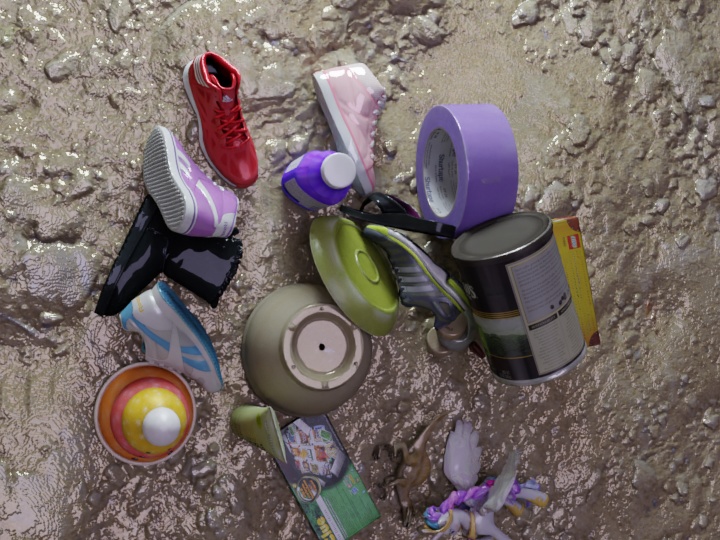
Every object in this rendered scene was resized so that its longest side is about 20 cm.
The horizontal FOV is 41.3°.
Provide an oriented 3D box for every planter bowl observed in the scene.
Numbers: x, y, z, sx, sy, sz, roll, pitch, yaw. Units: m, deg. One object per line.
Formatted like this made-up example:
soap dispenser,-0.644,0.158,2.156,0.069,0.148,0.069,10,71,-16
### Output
planter bowl,-0.067,0.112,1.388,0.197,0.135,0.203,2,82,-15

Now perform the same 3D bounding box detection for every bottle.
bottle,-0.057,-0.132,1.372,0.083,0.200,0.066,33,79,-13

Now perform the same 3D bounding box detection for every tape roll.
tape roll,0.157,-0.149,1.444,0.084,0.200,0.203,-4,90,-17

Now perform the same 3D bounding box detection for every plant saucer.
plant saucer,0.000,0.000,1.402,0.031,0.200,0.201,-32,102,23

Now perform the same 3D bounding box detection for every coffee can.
coffee can,0.226,0.039,1.349,0.145,0.146,0.202,-27,110,-17

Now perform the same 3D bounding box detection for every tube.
tube,-0.140,0.219,1.337,0.058,0.200,0.052,34,77,-15

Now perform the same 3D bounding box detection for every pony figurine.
pony figurine,0.198,0.355,1.488,0.198,0.166,0.195,23,89,-32

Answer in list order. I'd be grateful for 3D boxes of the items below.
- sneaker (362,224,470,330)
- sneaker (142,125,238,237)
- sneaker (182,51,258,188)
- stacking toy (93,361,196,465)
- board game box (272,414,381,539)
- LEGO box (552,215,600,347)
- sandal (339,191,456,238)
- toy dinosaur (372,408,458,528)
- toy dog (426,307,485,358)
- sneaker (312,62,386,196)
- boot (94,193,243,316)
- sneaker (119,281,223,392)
sneaker,0.075,0.007,1.415,0.200,0.074,0.081,42,95,9
sneaker,-0.238,-0.119,1.356,0.113,0.073,0.202,9,44,-41
sneaker,-0.196,-0.216,1.371,0.078,0.115,0.202,-29,98,-17
stacking toy,-0.283,0.203,1.290,0.144,0.200,0.149,0,89,-18
board game box,-0.058,0.317,1.456,0.104,0.023,0.202,-29,97,-19
LEGO box,0.293,0.024,1.512,0.076,0.149,0.203,-11,93,-19
sandal,0.058,-0.087,1.429,0.075,0.198,0.049,11,92,-56
toy dinosaur,0.075,0.295,1.494,0.100,0.058,0.203,19,91,-32
toy dog,0.185,0.058,1.499,0.096,0.132,0.201,31,89,7
sneaker,0.007,-0.222,1.460,0.103,0.075,0.203,-21,91,-12
boot,-0.270,0.003,1.367,0.161,0.073,0.200,28,77,-16
sneaker,-0.261,0.105,1.349,0.080,0.077,0.201,-30,125,1
